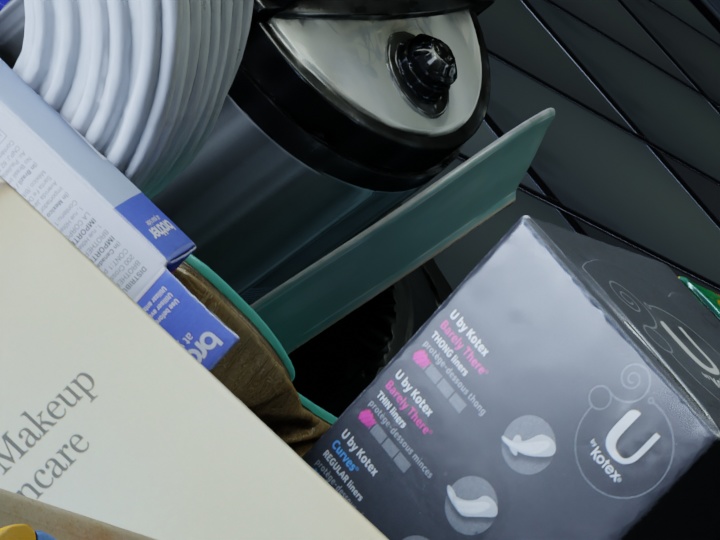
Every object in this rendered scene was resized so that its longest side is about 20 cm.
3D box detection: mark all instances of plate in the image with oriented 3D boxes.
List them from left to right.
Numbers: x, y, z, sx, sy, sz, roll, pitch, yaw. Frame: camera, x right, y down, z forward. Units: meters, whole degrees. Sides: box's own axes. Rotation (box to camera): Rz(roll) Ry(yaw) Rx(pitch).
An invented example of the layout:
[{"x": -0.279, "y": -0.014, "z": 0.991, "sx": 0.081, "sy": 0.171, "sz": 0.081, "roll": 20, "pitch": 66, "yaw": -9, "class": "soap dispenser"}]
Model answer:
[{"x": 0.000, "y": 0.000, "z": 1.122, "sx": 0.026, "sy": 0.200, "sz": 0.200, "roll": 55, "pitch": 15, "yaw": 0, "class": "plate"}]

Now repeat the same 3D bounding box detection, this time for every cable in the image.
[{"x": -0.136, "y": -0.102, "z": 0.958, "sx": 0.200, "sy": 0.200, "sz": 0.069, "roll": 41, "pitch": 30, "yaw": 5, "class": "cable"}]

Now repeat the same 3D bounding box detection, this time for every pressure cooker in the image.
[{"x": -0.041, "y": -0.089, "z": 1.175, "sx": 0.179, "sy": 0.200, "sz": 0.176, "roll": 38, "pitch": 37, "yaw": -23, "class": "pressure cooker"}]

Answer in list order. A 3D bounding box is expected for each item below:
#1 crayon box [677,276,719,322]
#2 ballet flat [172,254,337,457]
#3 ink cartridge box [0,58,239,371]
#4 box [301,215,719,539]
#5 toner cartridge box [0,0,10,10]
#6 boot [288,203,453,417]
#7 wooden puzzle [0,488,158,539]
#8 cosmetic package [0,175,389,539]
[{"x": 0.099, "y": 0.102, "z": 1.070, "sx": 0.119, "sy": 0.200, "sz": 0.058, "roll": 20, "pitch": 25, "yaw": -54, "class": "crayon box"}, {"x": -0.055, "y": 0.056, "z": 1.010, "sx": 0.068, "sy": 0.072, "sz": 0.200, "roll": 21, "pitch": -15, "yaw": 22, "class": "ballet flat"}, {"x": -0.143, "y": -0.010, "z": 0.923, "sx": 0.200, "sy": 0.119, "sz": 0.042, "roll": 44, "pitch": 16, "yaw": 4, "class": "ink cartridge box"}, {"x": 0.046, "y": 0.094, "z": 0.958, "sx": 0.106, "sy": 0.200, "sz": 0.122, "roll": 49, "pitch": 17, "yaw": 26, "class": "box"}, {"x": -0.181, "y": -0.115, "z": 1.265, "sx": 0.200, "sy": 0.043, "sz": 0.095, "roll": 28, "pitch": 22, "yaw": -43, "class": "toner cartridge box"}, {"x": 0.040, "y": 0.067, "z": 1.254, "sx": 0.168, "sy": 0.076, "sz": 0.200, "roll": 45, "pitch": 24, "yaw": -22, "class": "boot"}, {"x": -0.066, "y": 0.142, "z": 0.701, "sx": 0.200, "sy": 0.046, "sz": 0.186, "roll": 22, "pitch": 53, "yaw": -49, "class": "wooden puzzle"}, {"x": -0.094, "y": 0.066, "z": 0.845, "sx": 0.200, "sy": 0.073, "sz": 0.104, "roll": 43, "pitch": 58, "yaw": 1, "class": "cosmetic package"}]
